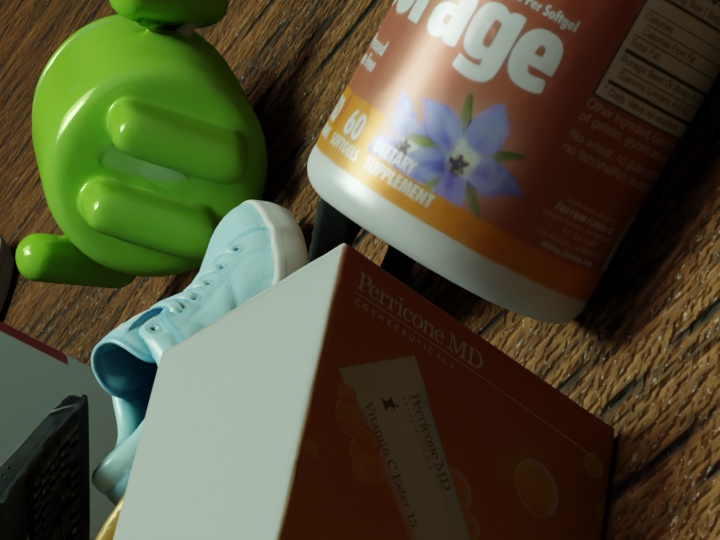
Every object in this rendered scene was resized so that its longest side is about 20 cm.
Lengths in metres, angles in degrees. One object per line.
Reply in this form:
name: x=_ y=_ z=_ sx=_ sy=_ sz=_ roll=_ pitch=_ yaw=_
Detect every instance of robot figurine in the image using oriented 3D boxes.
robot figurine: x=-0.113 y=-0.068 z=1.378 sx=0.200 sy=0.115 sz=0.176 roll=-119 pitch=46 yaw=-69

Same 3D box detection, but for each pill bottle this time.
pill bottle: x=0.073 y=-0.092 z=0.908 sx=0.201 sy=0.112 sz=0.112 roll=-61 pitch=18 yaw=7

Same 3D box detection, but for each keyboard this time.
keyboard: x=-0.157 y=0.152 z=1.182 sx=0.127 sy=0.021 sz=0.200 roll=-49 pitch=-21 yaw=-34

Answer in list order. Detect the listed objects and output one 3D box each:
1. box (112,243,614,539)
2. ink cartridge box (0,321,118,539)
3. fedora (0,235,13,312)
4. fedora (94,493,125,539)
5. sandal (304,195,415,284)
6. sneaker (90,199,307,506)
box: x=-0.007 y=0.116 z=0.805 sx=0.097 sy=0.124 sz=0.201 roll=-31 pitch=36 yaw=41
ink cartridge box: x=-0.203 y=0.100 z=1.347 sx=0.200 sy=0.146 sz=0.083 roll=-31 pitch=35 yaw=57
fedora: x=-0.323 y=0.046 z=1.839 sx=0.200 sy=0.090 sz=0.177 roll=-49 pitch=22 yaw=37
fedora: x=-0.062 y=0.131 z=1.018 sx=0.201 sy=0.082 sz=0.201 roll=-53 pitch=20 yaw=30
sandal: x=0.000 y=0.000 z=1.054 sx=0.200 sy=0.045 sz=0.075 roll=106 pitch=180 yaw=-67
sneaker: x=-0.077 y=0.032 z=1.199 sx=0.074 sy=0.082 sz=0.200 roll=-47 pitch=24 yaw=38
